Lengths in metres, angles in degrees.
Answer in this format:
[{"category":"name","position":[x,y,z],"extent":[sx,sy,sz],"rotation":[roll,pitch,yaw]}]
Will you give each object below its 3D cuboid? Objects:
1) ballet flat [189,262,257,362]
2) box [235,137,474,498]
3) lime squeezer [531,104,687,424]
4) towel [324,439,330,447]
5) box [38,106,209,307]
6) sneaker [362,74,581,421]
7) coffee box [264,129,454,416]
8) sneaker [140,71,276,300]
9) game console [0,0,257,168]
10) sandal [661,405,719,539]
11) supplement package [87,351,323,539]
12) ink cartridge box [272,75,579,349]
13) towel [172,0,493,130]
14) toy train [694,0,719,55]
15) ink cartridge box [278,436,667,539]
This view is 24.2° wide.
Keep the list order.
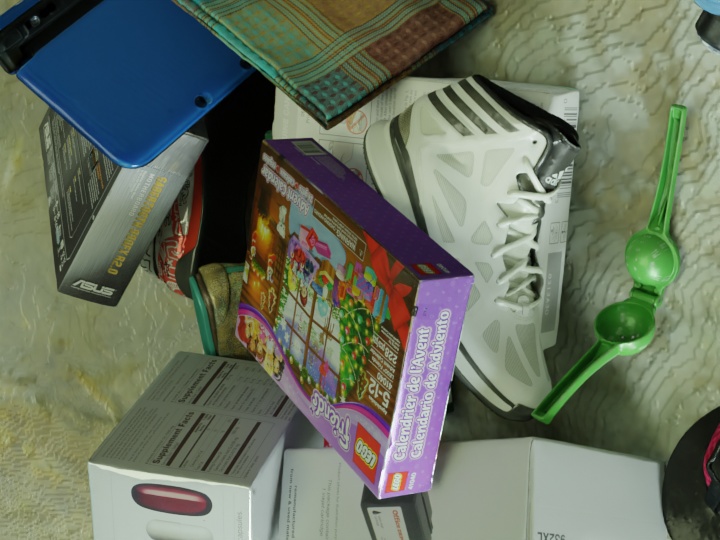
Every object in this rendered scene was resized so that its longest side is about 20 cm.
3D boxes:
[{"category":"ballet flat","position":[-0.085,0.067,1.206],"extent":[0.071,0.070,0.201],"rotation":[41,148,29]},{"category":"box","position":[-0.010,0.022,0.992],"extent":[0.200,0.039,0.138],"rotation":[42,130,51]},{"category":"lime squeezer","position":[0.156,0.004,0.990],"extent":[0.038,0.070,0.201],"rotation":[18,80,51]},{"category":"towel","position":[-0.003,0.225,1.199],"extent":[0.145,0.022,0.201],"rotation":[-44,67,40]},{"category":"box","position":[-0.177,-0.099,1.216],"extent":[0.159,0.048,0.201],"rotation":[-57,32,29]},{"category":"sneaker","position":[0.085,-0.021,0.971],"extent":[0.115,0.075,0.202],"rotation":[-30,77,31]},{"category":"coffee box","position":[0.000,0.000,1.140],"extent":[0.122,0.044,0.202],"rotation":[-2,97,40]},{"category":"sneaker","position":[-0.121,-0.084,1.218],"extent":[0.108,0.067,0.203],"rotation":[22,106,47]},{"category":"game console","position":[-0.160,-0.158,1.150],"extent":[0.170,0.200,0.119],"rotation":[-8,121,55]},{"category":"sandal","position":[0.235,0.097,0.944],"extent":[0.200,0.045,0.075],"rotation":[-43,69,38]},{"category":"supplement package","position":[-0.097,0.182,1.117],"extent":[0.110,0.156,0.202],"rotation":[6,115,15]},{"category":"ink cartridge box","position":[0.035,-0.043,1.068],"extent":[0.198,0.050,0.163],"rotation":[9,100,31]},{"category":"towel","position":[-0.032,-0.186,1.081],"extent":[0.200,0.146,0.022],"rotation":[42,158,28]},{"category":"toy train","position":[0.250,-0.181,0.857],"extent":[0.114,0.086,0.201],"rotation":[41,123,22]},{"category":"ink cartridge box","position":[0.068,0.152,1.030],"extent":[0.199,0.144,0.085],"rotation":[-8,74,42]}]
